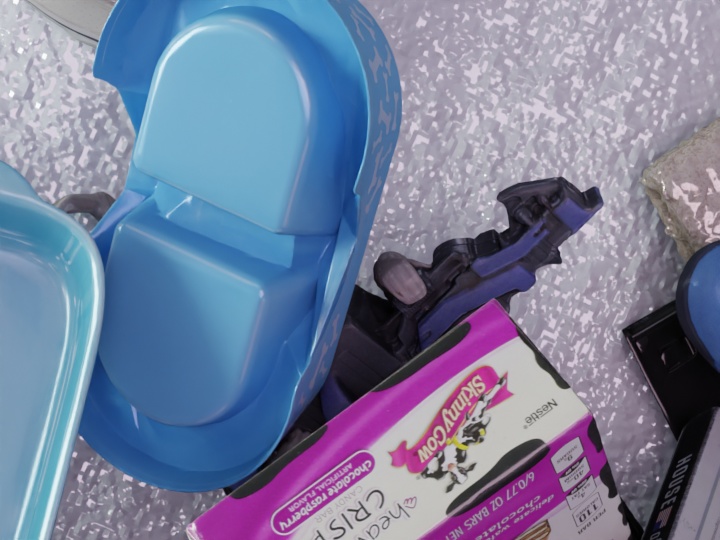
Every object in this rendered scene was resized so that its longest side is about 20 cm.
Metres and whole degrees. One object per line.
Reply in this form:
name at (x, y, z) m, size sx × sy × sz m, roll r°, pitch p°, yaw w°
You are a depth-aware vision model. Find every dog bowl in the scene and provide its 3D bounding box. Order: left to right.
dog bowl at (-0.048, -0.019, 0.724) m, size 0.111 × 0.050 × 0.201 m, roll 24°, pitch 111°, yaw 21°

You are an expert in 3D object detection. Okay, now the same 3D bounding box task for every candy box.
candy box at (0.031, 0.111, 0.753) m, size 0.136 × 0.200 × 0.061 m, roll -36°, pitch 61°, yaw -5°

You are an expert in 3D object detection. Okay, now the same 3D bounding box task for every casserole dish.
casserole dish at (-0.159, 0.057, 0.698) m, size 0.121 × 0.039 × 0.201 m, roll 13°, pitch 76°, yaw -1°

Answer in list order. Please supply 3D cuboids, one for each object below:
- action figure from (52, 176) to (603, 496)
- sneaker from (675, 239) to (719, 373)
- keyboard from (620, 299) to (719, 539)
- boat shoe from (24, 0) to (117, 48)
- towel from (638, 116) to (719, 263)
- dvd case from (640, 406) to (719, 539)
action figure at (0.000, 0.000, 0.795) m, size 0.200 × 0.105 × 0.194 m, roll -37°, pitch 102°, yaw 16°
sneaker at (0.219, 0.047, 0.792) m, size 0.200 × 0.078 × 0.066 m, roll 33°, pitch 83°, yaw -10°
keyboard at (0.166, 0.109, 0.859) m, size 0.127 × 0.021 × 0.200 m, roll -28°, pitch 94°, yaw -13°
boat shoe at (-0.126, -0.147, 0.786) m, size 0.200 × 0.070 × 0.071 m, roll 35°, pitch 87°, yaw -7°
towel at (0.217, 0.010, 0.848) m, size 0.132 × 0.034 × 0.200 m, roll -32°, pitch 96°, yaw -15°
dvd case at (0.182, 0.170, 0.792) m, size 0.200 × 0.150 × 0.025 m, roll 46°, pitch 128°, yaw -11°
